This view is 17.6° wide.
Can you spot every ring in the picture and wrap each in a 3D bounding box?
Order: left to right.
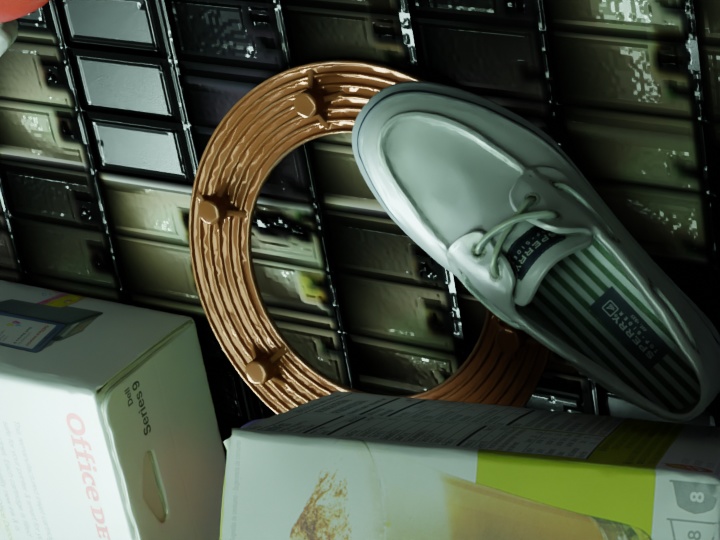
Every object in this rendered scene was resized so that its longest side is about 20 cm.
[{"bbox_3d":[0.000,0.000,1.089,0.200,0.019,0.201,11,112,28],"label":"ring"}]

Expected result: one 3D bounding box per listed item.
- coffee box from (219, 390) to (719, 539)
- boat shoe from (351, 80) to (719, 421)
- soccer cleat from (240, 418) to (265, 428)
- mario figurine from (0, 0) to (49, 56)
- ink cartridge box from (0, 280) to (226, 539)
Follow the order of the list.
[{"bbox_3d":[0.052,0.163,0.977,0.198,0.200,0.200,5,93,11],"label":"coffee box"},{"bbox_3d":[0.080,-0.011,1.000,0.200,0.067,0.074,37,100,1],"label":"boat shoe"},{"bbox_3d":[0.022,0.103,1.152,0.200,0.067,0.077,22,92,36],"label":"soccer cleat"},{"bbox_3d":[-0.210,-0.182,1.137,0.200,0.106,0.123,30,172,32],"label":"mario figurine"},{"bbox_3d":[-0.176,0.091,1.270,0.200,0.087,0.145,10,125,35],"label":"ink cartridge box"}]
